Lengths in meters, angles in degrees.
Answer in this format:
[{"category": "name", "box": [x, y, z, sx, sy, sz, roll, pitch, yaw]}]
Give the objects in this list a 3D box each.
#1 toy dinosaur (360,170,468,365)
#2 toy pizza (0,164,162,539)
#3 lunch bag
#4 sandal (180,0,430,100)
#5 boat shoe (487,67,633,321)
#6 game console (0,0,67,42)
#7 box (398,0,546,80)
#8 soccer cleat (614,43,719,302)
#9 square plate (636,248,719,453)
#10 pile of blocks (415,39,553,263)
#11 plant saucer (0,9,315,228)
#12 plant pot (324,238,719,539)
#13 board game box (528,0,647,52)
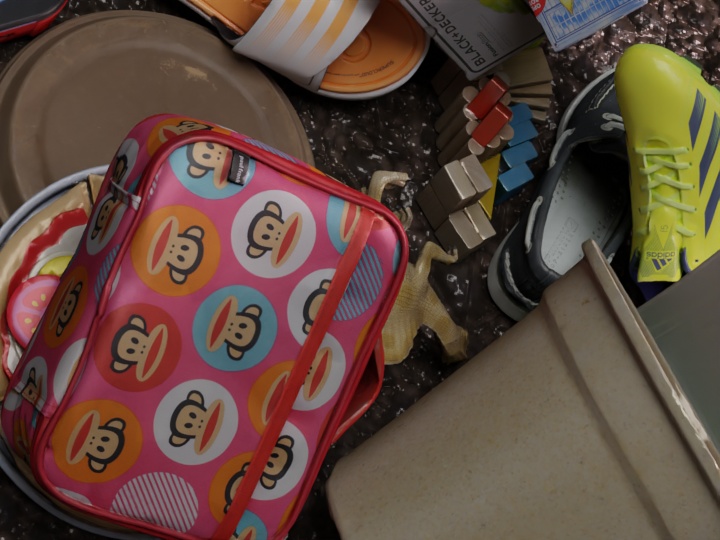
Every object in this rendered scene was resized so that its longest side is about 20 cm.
[{"category": "toy dinosaur", "box": [0.000, 0.000, 1.129, 0.199, 0.058, 0.102, 14, 67, -40]}, {"category": "toy pizza", "box": [-0.110, 0.041, 1.098, 0.199, 0.032, 0.202, 4, 80, -23]}, {"category": "lunch bag", "box": [-0.067, 0.038, 1.043, 0.175, 0.082, 0.201, 22, 93, -28]}, {"category": "sandal", "box": [-0.059, -0.157, 1.181, 0.206, 0.059, 0.079, 27, 103, -6]}, {"category": "boat shoe", "box": [0.145, -0.054, 1.247, 0.075, 0.060, 0.201, 31, 61, -8]}, {"category": "game console", "box": [-0.275, -0.189, 1.153, 0.199, 0.031, 0.178, -20, 77, -28]}, {"category": "box", "box": [0.039, -0.223, 1.214, 0.117, 0.060, 0.201, 41, 27, -50]}, {"category": "soccer cleat", "box": [0.181, -0.037, 1.197, 0.084, 0.064, 0.201, -48, 135, -32]}, {"category": "square plate", "box": [0.234, 0.083, 1.146, 0.028, 0.200, 0.199, -22, 78, -33]}, {"category": "pile of blocks", "box": [0.084, -0.104, 1.243, 0.082, 0.062, 0.201, 12, 65, -16]}, {"category": "plant saucer", "box": [-0.114, -0.060, 1.166, 0.199, 0.029, 0.201, 8, 66, -19]}, {"category": "plant pot", "box": [0.090, 0.116, 1.067, 0.183, 0.200, 0.201, -30, 80, 7]}, {"category": "board game box", "box": [0.108, -0.217, 1.200, 0.200, 0.061, 0.200, 55, 17, -23]}]
